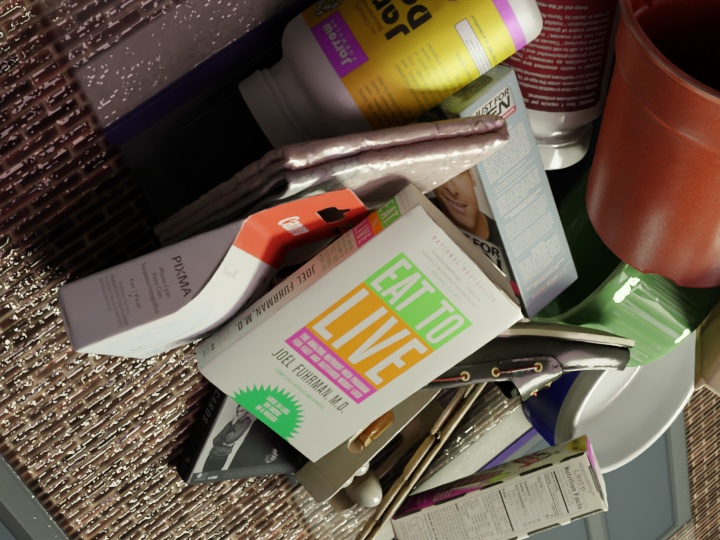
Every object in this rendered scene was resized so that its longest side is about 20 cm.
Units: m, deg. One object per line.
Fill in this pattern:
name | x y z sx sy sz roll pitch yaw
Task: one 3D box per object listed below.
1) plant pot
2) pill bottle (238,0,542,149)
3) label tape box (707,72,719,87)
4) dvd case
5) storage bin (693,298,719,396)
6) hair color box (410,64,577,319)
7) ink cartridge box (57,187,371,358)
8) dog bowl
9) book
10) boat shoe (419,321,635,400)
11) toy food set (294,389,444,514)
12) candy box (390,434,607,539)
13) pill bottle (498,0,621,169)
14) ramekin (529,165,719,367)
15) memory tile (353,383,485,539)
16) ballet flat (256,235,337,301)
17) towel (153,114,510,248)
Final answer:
plant pot | 0.256 -0.106 0.972 0.199 0.201 0.196 -23 146 -27
pill bottle | 0.018 -0.152 0.917 0.199 0.105 0.104 -34 142 5
label tape box | 0.309 -0.162 1.120 0.063 0.200 0.144 -49 142 3
dvd case | -0.058 0.093 1.134 0.149 0.025 0.201 2 123 -44
storage bin | 0.352 0.010 1.041 0.201 0.093 0.199 -60 174 19
hair color box | 0.094 -0.068 1.042 0.060 0.099 0.201 -37 127 -19
ink cartridge box | -0.085 0.007 0.906 0.198 0.048 0.160 -18 172 5
dog bowl | 0.269 0.113 1.420 0.199 0.079 0.202 -25 137 -26
book | -0.002 0.040 0.967 0.199 0.048 0.133 -37 127 15
boat shoe | 0.122 0.070 1.066 0.199 0.074 0.064 2 90 -16
toy food set | 0.019 0.157 1.186 0.143 0.060 0.200 -43 170 -6
candy box | 0.136 0.224 1.298 0.198 0.062 0.136 -20 177 8
pill bottle | 0.145 -0.183 1.019 0.112 0.113 0.202 -22 135 -28
ramekin | 0.240 -0.014 1.169 0.097 0.200 0.201 33 100 -15
memory tile | 0.056 0.171 1.224 0.201 0.017 0.153 -57 172 21
ballet flat | 0.000 0.000 1.021 0.198 0.068 0.076 -16 112 -11
towel | -0.022 -0.056 0.939 0.189 0.033 0.199 -13 174 -35
